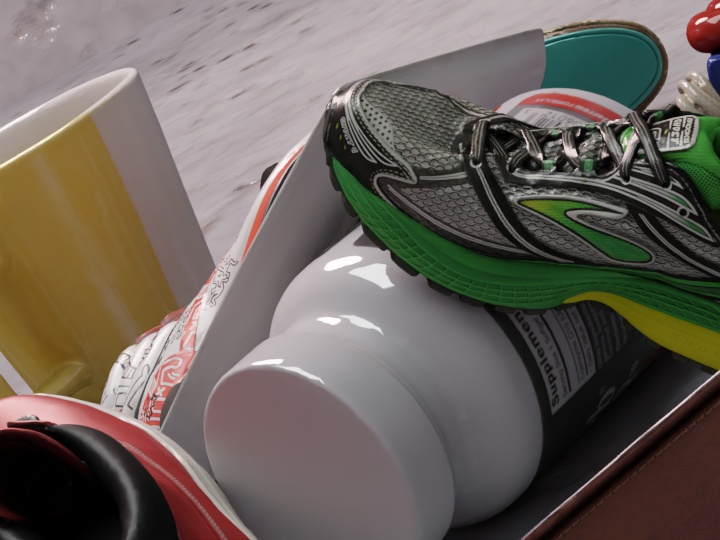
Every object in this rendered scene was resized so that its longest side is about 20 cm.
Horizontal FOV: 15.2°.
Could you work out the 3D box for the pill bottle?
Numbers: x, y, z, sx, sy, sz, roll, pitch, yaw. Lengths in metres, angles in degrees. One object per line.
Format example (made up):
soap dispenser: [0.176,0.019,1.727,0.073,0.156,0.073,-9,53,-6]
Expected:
pill bottle: [0.038,0.024,1.004,0.116,0.116,0.200,-15,19,47]

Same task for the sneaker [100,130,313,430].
sneaker: [-0.052,0.010,1.249,0.108,0.067,0.201,-13,45,59]

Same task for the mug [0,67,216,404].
mug: [-0.160,0.005,1.416,0.187,0.153,0.149,-36,15,-25]

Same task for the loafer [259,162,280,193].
loafer: [0.016,-0.009,1.321,0.200,0.073,0.071,6,79,57]

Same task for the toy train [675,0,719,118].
toy train: [0.196,-0.074,1.095,0.116,0.085,0.200,-11,8,15]

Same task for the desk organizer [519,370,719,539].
desk organizer: [0.070,0.107,0.701,0.200,0.077,0.072,-42,-24,14]

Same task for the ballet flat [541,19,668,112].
ballet flat: [0.070,-0.075,1.437,0.200,0.071,0.065,-25,-1,1]

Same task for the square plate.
square plate: [0.000,0.000,1.106,0.198,0.028,0.200,-24,-35,-62]

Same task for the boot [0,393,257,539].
boot: [-0.104,0.071,0.910,0.072,0.144,0.200,-53,43,-6]

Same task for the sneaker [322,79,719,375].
sneaker: [0.085,-0.031,0.929,0.085,0.200,0.078,106,180,-45]
